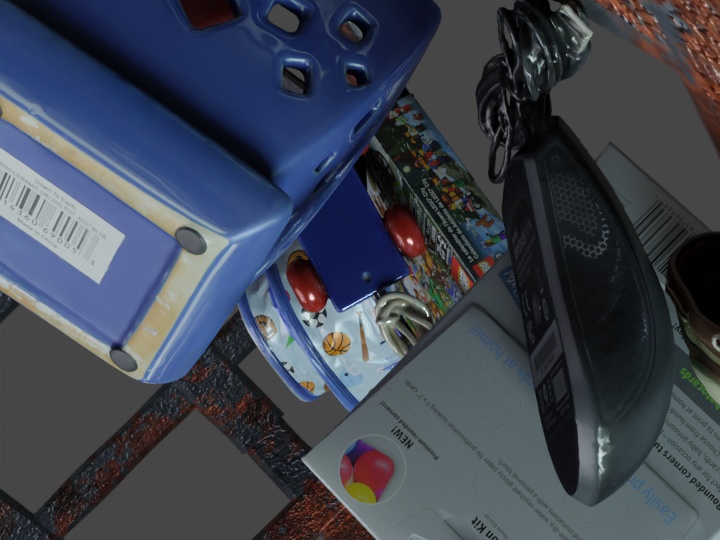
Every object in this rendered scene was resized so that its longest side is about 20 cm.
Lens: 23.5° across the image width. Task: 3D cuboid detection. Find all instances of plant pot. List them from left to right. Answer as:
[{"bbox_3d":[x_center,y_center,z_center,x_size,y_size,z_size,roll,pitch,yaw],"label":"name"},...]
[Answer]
[{"bbox_3d":[-0.106,-0.076,0.859,0.199,0.180,0.200,34,142,-3],"label":"plant pot"}]

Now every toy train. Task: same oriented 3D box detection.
[{"bbox_3d":[0.000,0.000,1.076,0.201,0.084,0.116,61,179,6],"label":"toy train"}]

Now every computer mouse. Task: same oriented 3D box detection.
[{"bbox_3d":[0.094,-0.007,0.712,0.139,0.052,0.202,114,147,-78],"label":"computer mouse"}]

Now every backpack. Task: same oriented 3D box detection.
[{"bbox_3d":[-0.013,0.012,1.326,0.200,0.154,0.191,48,-168,-28],"label":"backpack"}]

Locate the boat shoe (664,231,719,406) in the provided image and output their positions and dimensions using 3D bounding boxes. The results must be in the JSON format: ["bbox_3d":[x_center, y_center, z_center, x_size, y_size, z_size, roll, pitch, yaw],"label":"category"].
[{"bbox_3d":[0.164,0.025,0.632,0.075,0.074,0.202,61,169,-14],"label":"boat shoe"}]

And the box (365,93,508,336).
[{"bbox_3d":[0.053,-0.004,1.112,0.137,0.037,0.200,57,167,24],"label":"box"}]

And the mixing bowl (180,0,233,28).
[{"bbox_3d":[-0.129,-0.208,0.994,0.200,0.108,0.200,47,175,6],"label":"mixing bowl"}]

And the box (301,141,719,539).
[{"bbox_3d":[0.098,0.068,0.763,0.156,0.200,0.041,43,175,20],"label":"box"}]
